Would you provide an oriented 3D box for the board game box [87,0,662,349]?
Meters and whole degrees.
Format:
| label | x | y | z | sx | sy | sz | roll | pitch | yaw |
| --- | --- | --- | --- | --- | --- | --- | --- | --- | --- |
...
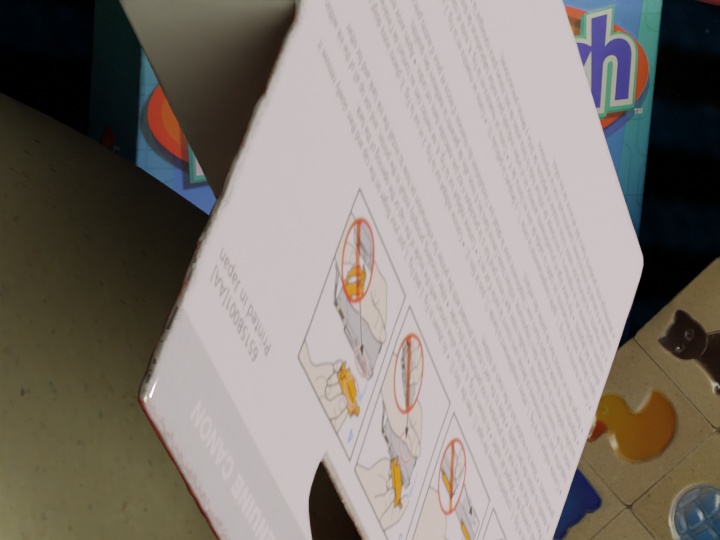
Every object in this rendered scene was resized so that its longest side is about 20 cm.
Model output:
| label | x | y | z | sx | sy | sz | roll | pitch | yaw |
| --- | --- | --- | --- | --- | --- | --- | --- | --- | --- |
| board game box | 0.000 | 0.000 | 0.800 | 0.152 | 0.045 | 0.200 | -2 | 105 | -23 |

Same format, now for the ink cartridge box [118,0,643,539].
| label | x | y | z | sx | sy | sz | roll | pitch | yaw |
| --- | --- | --- | --- | --- | --- | --- | --- | --- | --- |
| ink cartridge box | -0.001 | 0.006 | 0.587 | 0.200 | 0.044 | 0.174 | 66 | 38 | -50 |

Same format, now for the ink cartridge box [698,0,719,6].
| label | x | y | z | sx | sy | sz | roll | pitch | yaw |
| --- | --- | --- | --- | --- | --- | --- | --- | --- | --- |
| ink cartridge box | 0.199 | -0.092 | 0.755 | 0.145 | 0.200 | 0.083 | -4 | 107 | -43 |

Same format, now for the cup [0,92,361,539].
| label | x | y | z | sx | sy | sz | roll | pitch | yaw |
| --- | --- | --- | --- | --- | --- | --- | --- | --- | --- |
| cup | -0.080 | 0.052 | 0.683 | 0.143 | 0.200 | 0.200 | 9 | 100 | -18 |

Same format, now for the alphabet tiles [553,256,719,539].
| label | x | y | z | sx | sy | sz | roll | pitch | yaw |
| --- | --- | --- | --- | --- | --- | --- | --- | --- | --- |
| alphabet tiles | 0.127 | 0.079 | 0.765 | 0.200 | 0.008 | 0.167 | -45 | 82 | 23 |
